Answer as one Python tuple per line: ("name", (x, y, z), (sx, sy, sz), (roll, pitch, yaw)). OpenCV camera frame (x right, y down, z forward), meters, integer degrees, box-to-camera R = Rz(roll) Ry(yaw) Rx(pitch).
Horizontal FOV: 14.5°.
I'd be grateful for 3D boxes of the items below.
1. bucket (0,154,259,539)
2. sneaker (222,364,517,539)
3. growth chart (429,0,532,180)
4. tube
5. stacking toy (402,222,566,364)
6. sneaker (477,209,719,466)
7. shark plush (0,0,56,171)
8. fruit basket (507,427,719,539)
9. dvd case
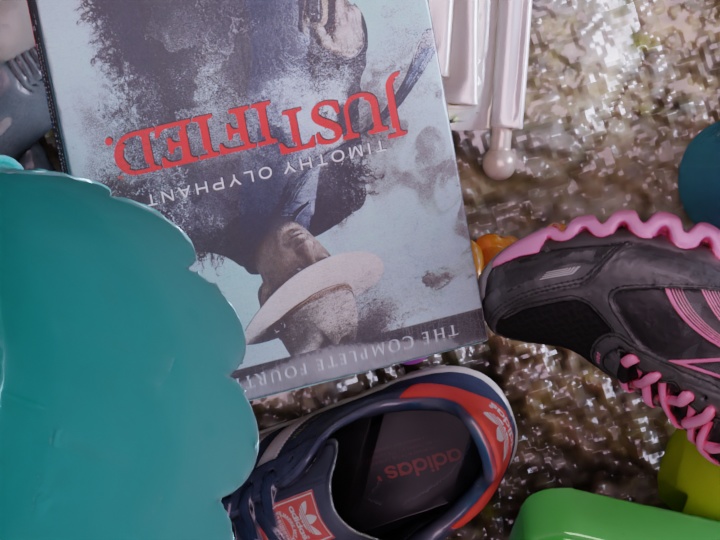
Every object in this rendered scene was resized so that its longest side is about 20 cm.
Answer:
("bucket", (-0.148, 0.056, 0.923), (0.207, 0.135, 0.208), (-14, 111, -39))
("sneaker", (-0.031, 0.097, 1.100), (0.200, 0.085, 0.075), (-29, 96, 2))
("growth chart", (-0.024, -0.113, 1.113), (0.199, 0.018, 0.145), (12, 96, -3))
("tube", (0.159, -0.032, 1.034), (0.077, 0.200, 0.051), (0, 92, -4))
("stacking toy", (0.000, 0.000, 1.092), (0.199, 0.110, 0.117), (1, 96, -13))
("sneaker", (0.138, 0.039, 1.036), (0.199, 0.079, 0.096), (10, 72, 5))
("shark plush", (-0.145, -0.037, 1.088), (0.083, 0.091, 0.201), (17, 93, -20))
("fruit basket", (0.151, 0.125, 1.101), (0.215, 0.156, 0.216), (6, 53, -9))
("dvd case", (-0.039, -0.056, 1.011), (0.145, 0.022, 0.201), (-13, 102, -16))
